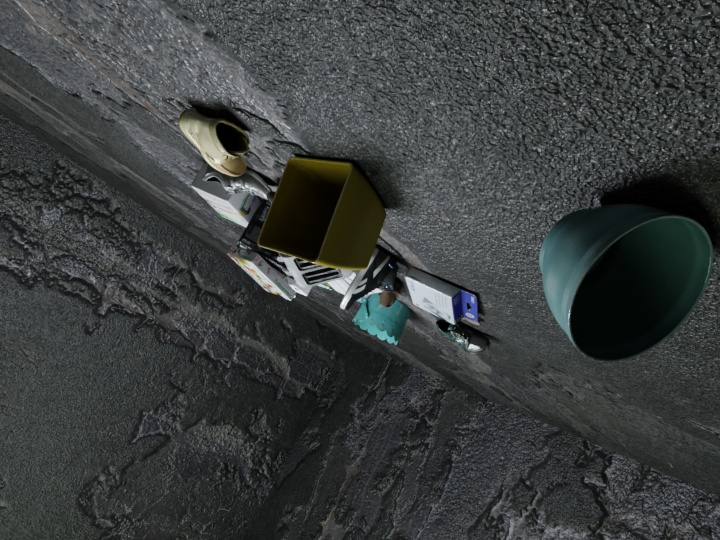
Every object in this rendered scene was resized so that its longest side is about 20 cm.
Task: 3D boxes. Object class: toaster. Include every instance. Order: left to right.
[{"bbox_3d":[-0.112,-0.056,1.356,0.198,0.120,0.181,-13,152,3],"label":"toaster"}]

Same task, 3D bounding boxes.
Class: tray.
[{"bbox_3d":[-0.085,0.031,1.635,0.107,0.022,0.200,24,165,37],"label":"tray"}]

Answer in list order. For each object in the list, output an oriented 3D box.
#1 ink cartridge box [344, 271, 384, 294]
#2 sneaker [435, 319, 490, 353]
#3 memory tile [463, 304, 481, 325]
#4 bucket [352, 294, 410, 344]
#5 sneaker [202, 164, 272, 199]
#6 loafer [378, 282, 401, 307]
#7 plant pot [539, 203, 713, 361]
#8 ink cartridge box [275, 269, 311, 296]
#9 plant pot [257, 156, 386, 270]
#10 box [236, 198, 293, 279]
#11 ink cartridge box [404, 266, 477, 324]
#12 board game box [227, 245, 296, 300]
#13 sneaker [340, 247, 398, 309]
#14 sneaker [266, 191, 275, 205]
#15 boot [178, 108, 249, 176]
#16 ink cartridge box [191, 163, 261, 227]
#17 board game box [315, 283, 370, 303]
[{"bbox_3d":[0.000,0.000,1.565,0.144,0.085,0.200,32,167,-10],"label":"ink cartridge box"},{"bbox_3d":[0.333,0.216,1.726,0.199,0.076,0.079,18,162,39],"label":"sneaker"},{"bbox_3d":[0.262,0.106,1.578,0.199,0.017,0.153,19,164,37],"label":"memory tile"},{"bbox_3d":[0.082,0.175,1.965,0.206,0.136,0.207,27,167,7],"label":"bucket"},{"bbox_3d":[-0.321,-0.226,1.370,0.199,0.082,0.075,26,167,11],"label":"sneaker"},{"bbox_3d":[0.094,0.081,1.685,0.072,0.072,0.200,7,167,10],"label":"loafer"},{"bbox_3d":[0.320,-0.003,0.680,0.200,0.200,0.134,36,-167,-31],"label":"plant pot"},{"bbox_3d":[-0.210,-0.024,1.655,0.128,0.201,0.125,16,163,41],"label":"ink cartridge box"},{"bbox_3d":[-0.062,-0.103,1.091,0.199,0.202,0.176,16,175,42],"label":"plant pot"},{"bbox_3d":[-0.233,-0.095,1.515,0.199,0.165,0.086,30,167,-14],"label":"box"},{"bbox_3d":[0.229,0.084,1.457,0.199,0.041,0.200,24,161,24],"label":"ink cartridge box"},{"bbox_3d":[-0.289,0.009,1.535,0.126,0.035,0.200,16,155,42],"label":"board game box"},{"bbox_3d":[0.033,0.045,1.428,0.111,0.201,0.073,30,-163,-4],"label":"sneaker"},{"bbox_3d":[-0.178,-0.156,1.368,0.200,0.079,0.074,42,-161,-57],"label":"sneaker"},{"bbox_3d":[-0.293,-0.271,1.158,0.155,0.073,0.200,22,161,38],"label":"boot"},{"bbox_3d":[-0.386,-0.215,1.552,0.144,0.084,0.200,23,166,22],"label":"ink cartridge box"},{"bbox_3d":[-0.049,0.041,1.746,0.198,0.028,0.135,20,143,-16],"label":"board game box"}]
